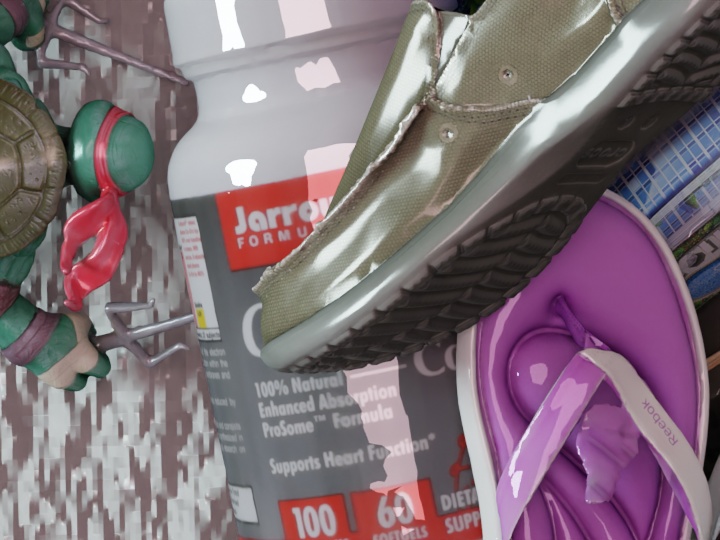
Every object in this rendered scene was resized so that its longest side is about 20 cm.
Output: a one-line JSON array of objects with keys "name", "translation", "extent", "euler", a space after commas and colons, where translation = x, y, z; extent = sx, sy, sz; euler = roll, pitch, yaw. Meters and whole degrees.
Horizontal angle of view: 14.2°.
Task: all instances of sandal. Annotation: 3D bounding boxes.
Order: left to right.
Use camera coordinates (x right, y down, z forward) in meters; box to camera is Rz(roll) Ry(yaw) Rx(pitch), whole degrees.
[{"name": "sandal", "translation": [0.075, 0.073, 0.885], "extent": [0.082, 0.050, 0.203], "euler": [0, 89, -17]}]

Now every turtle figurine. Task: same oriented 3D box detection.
[{"name": "turtle figurine", "translation": [-0.137, -0.037, 1.003], "extent": [0.199, 0.101, 0.150], "euler": [-1, 80, 15]}]

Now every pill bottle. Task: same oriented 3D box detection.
[{"name": "pill bottle", "translation": [0.000, 0.000, 0.948], "extent": [0.115, 0.116, 0.201], "euler": [-12, 94, 6]}]

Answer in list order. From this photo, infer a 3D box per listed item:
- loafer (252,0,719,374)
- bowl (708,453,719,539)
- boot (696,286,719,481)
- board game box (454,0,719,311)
[{"name": "loafer", "translation": [0.038, -0.044, 0.843], "extent": [0.200, 0.075, 0.070], "euler": [-43, 69, 21]}, {"name": "bowl", "translation": [0.174, 0.084, 0.933], "extent": [0.094, 0.201, 0.201], "euler": [36, 91, 39]}, {"name": "boot", "translation": [0.130, -0.023, 0.993], "extent": [0.200, 0.077, 0.139], "euler": [-36, 64, 11]}, {"name": "board game box", "translation": [0.131, -0.078, 0.935], "extent": [0.200, 0.062, 0.200], "euler": [-41, 56, 12]}]
